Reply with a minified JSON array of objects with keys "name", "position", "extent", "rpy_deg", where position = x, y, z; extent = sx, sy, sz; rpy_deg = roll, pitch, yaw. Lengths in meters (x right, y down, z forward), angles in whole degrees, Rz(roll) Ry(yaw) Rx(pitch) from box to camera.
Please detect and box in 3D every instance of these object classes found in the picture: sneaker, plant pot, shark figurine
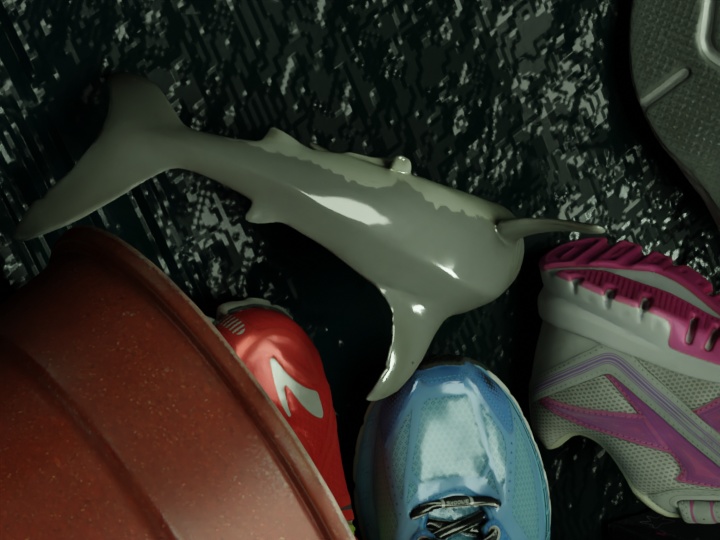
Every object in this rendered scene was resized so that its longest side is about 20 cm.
[{"name":"sneaker","position":[0.165,-0.055,1.206],"extent":[0.080,0.070,0.201],"rpy_deg":[-51,123,-68]},{"name":"sneaker","position":[0.155,0.062,1.163],"extent":[0.081,0.200,0.088],"rpy_deg":[-30,141,-61]},{"name":"sneaker","position":[0.047,0.131,1.102],"extent":[0.078,0.090,0.201],"rpy_deg":[-8,93,-9]},{"name":"plant pot","position":[-0.121,0.120,0.940],"extent":[0.195,0.201,0.201],"rpy_deg":[-33,120,-20]},{"name":"sneaker","position":[-0.017,0.105,1.078],"extent":[0.077,0.085,0.201],"rpy_deg":[-25,115,-33]},{"name":"shark figurine","position":[-0.005,-0.002,1.031],"extent":[0.214,0.128,0.090],"rpy_deg":[17,87,-40]}]

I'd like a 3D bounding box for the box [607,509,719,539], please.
[{"name":"box","position":[0.210,0.178,1.204],"extent":[0.114,0.200,0.133],"rpy_deg":[-12,109,-35]}]
